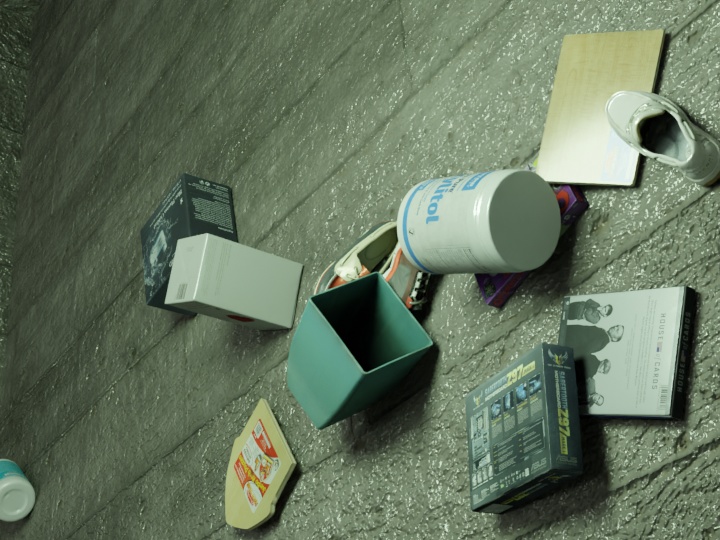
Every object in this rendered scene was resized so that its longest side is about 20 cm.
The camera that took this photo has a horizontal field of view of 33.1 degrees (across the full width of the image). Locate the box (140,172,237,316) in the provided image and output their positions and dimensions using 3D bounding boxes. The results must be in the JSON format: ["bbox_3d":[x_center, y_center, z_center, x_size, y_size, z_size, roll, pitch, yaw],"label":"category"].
[{"bbox_3d":[-0.345,-0.051,2.435,0.197,0.116,0.202,-47,41,36],"label":"box"}]

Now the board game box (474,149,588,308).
[{"bbox_3d":[0.219,-0.060,1.636,0.201,0.032,0.121,-53,41,30],"label":"board game box"}]

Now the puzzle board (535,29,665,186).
[{"bbox_3d":[0.306,-0.207,1.548,0.150,0.017,0.202,7,82,44],"label":"puzzle board"}]

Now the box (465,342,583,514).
[{"bbox_3d":[0.198,0.198,1.493,0.200,0.050,0.159,134,140,-54],"label":"box"}]

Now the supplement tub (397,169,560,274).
[{"bbox_3d":[0.152,-0.062,1.593,0.199,0.131,0.134,-4,73,56],"label":"supplement tub"}]

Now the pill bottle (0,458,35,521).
[{"bbox_3d":[-0.885,0.539,3.015,0.200,0.110,0.112,25,97,59],"label":"pill bottle"}]

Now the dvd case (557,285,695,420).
[{"bbox_3d":[0.305,0.099,1.427,0.199,0.025,0.152,-8,69,56],"label":"dvd case"}]

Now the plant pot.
[{"bbox_3d":[-0.021,0.134,1.783,0.142,0.140,0.201,52,136,21],"label":"plant pot"}]

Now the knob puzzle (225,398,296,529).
[{"bbox_3d":[-0.174,0.352,2.058,0.219,0.030,0.222,-30,52,48],"label":"knob puzzle"}]

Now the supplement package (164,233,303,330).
[{"bbox_3d":[-0.220,0.024,2.121,0.121,0.198,0.121,-8,68,56],"label":"supplement package"}]

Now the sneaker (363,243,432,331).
[{"bbox_3d":[0.083,0.015,1.790,0.082,0.076,0.201,59,133,29],"label":"sneaker"}]

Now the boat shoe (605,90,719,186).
[{"bbox_3d":[0.348,-0.170,1.429,0.071,0.069,0.200,-61,38,13],"label":"boat shoe"}]

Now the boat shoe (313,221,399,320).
[{"bbox_3d":[0.000,0.000,1.854,0.200,0.071,0.062,-50,19,-27],"label":"boat shoe"}]
